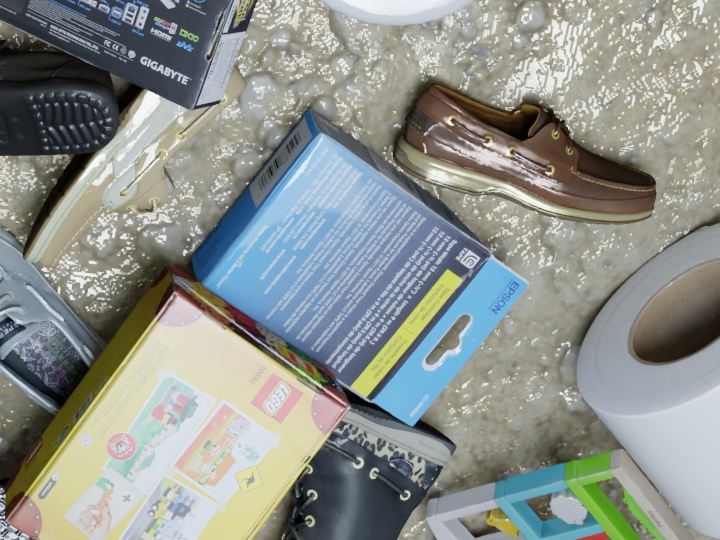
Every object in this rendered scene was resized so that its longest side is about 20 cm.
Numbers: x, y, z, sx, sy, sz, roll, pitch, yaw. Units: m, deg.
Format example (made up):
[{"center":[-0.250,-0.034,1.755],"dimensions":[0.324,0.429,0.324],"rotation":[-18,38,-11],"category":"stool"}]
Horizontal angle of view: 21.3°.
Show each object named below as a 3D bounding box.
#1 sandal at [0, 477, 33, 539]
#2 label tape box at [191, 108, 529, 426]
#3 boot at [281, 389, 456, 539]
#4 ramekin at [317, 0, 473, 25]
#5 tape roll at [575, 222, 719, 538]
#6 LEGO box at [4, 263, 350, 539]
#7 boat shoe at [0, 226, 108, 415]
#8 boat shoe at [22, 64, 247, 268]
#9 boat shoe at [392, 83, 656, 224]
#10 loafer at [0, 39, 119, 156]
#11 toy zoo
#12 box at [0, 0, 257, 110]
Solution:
[{"center":[-0.241,0.184,1.379],"dimensions":[0.200,0.045,0.075],"rotation":[7,96,-14],"category":"sandal"},{"center":[0.000,0.000,1.385],"dimensions":[0.200,0.066,0.143],"rotation":[34,102,-23],"category":"label tape box"},{"center":[-0.042,0.161,1.424],"dimensions":[0.203,0.073,0.154],"rotation":[21,95,-23],"category":"boot"},{"center":[0.020,-0.259,1.266],"dimensions":[0.200,0.098,0.201],"rotation":[-4,112,-10],"category":"ramekin"},{"center":[0.277,0.076,1.398],"dimensions":[0.203,0.203,0.139],"rotation":[-39,114,5],"category":"tape roll"},{"center":[-0.128,0.122,1.321],"dimensions":[0.149,0.077,0.200],"rotation":[36,96,-17],"category":"LEGO box"},{"center":[-0.241,0.035,1.344],"dimensions":[0.070,0.072,0.201],"rotation":[-42,114,6],"category":"boat shoe"},{"center":[-0.155,-0.073,1.318],"dimensions":[0.066,0.074,0.200],"rotation":[37,100,-17],"category":"boat shoe"},{"center":[0.126,-0.083,1.373],"dimensions":[0.200,0.072,0.068],"rotation":[13,110,-14],"category":"boat shoe"},{"center":[-0.257,-0.116,1.287],"dimensions":[0.200,0.071,0.073],"rotation":[4,131,2],"category":"loafer"},{"center":[0.142,0.205,1.475],"dimensions":[0.200,0.020,0.131],"rotation":[-19,129,29],"category":"toy zoo"},{"center":[-0.149,-0.231,1.218],"dimensions":[0.200,0.050,0.199],"rotation":[25,106,14],"category":"box"}]
